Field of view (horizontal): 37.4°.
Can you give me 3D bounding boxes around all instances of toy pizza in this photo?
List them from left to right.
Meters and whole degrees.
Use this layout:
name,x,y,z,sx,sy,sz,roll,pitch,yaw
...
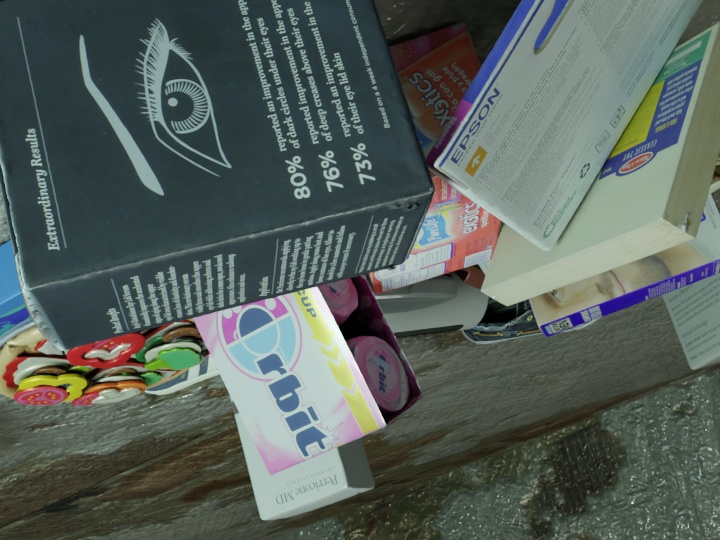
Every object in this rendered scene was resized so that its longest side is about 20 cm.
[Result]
name,x,y,z,sx,sy,sz,roll,pitch,yaw
toy pizza,-0.199,0.072,0.847,0.197,0.032,0.201,-15,158,-6

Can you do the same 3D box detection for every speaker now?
name,x,y,z,sx,sy,sz,roll,pitch,yaw
speaker,0.025,0.025,1.018,0.198,0.082,0.081,-5,159,-36

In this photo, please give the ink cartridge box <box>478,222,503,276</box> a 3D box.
name,x,y,z,sx,sy,sz,roll,pitch,yaw
ink cartridge box,0.180,-0.075,0.836,0.115,0.068,0.201,-10,149,-40

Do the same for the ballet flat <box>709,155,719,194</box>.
name,x,y,z,sx,sy,sz,roll,pitch,yaw
ballet flat,0.263,-0.086,0.940,0.197,0.064,0.069,-15,162,-9

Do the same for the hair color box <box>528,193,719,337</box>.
name,x,y,z,sx,sy,sz,roll,pitch,yaw
hair color box,0.251,-0.024,1.039,0.197,0.111,0.065,-22,162,12

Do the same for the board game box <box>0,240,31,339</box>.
name,x,y,z,sx,sy,sz,roll,pitch,yaw
board game box,-0.279,0.044,0.833,0.198,0.046,0.152,-25,161,22

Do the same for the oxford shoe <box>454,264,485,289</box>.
name,x,y,z,sx,sy,sz,roll,pitch,yaw
oxford shoe,0.080,-0.043,0.925,0.075,0.070,0.199,-51,151,11

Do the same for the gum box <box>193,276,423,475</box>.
name,x,y,z,sx,sy,sz,roll,pitch,yaw
gum box,-0.054,0.030,0.772,0.113,0.202,0.066,-27,180,32

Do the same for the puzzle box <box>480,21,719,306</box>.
name,x,y,z,sx,sy,sz,roll,pitch,yaw
puzzle box,0.152,-0.058,0.667,0.025,0.135,0.200,28,159,-15

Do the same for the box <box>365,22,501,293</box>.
name,x,y,z,sx,sy,sz,roll,pitch,yaw
box,0.037,-0.066,0.727,0.101,0.096,0.200,-17,162,-1

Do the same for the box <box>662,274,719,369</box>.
name,x,y,z,sx,sy,sz,roll,pitch,yaw
box,0.549,0.026,1.436,0.196,0.133,0.200,-12,162,-17

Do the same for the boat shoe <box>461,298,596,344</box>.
name,x,y,z,sx,sy,sz,roll,pitch,yaw
boat shoe,0.212,0.040,1.248,0.197,0.072,0.091,-17,167,4

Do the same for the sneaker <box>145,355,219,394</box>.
name,x,y,z,sx,sy,sz,roll,pitch,yaw
sneaker,-0.145,0.055,0.958,0.198,0.076,0.084,-29,152,20

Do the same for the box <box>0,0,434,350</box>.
name,x,y,z,sx,sy,sz,roll,pitch,yaw
box,-0.080,-0.064,0.539,0.197,0.150,0.105,-13,163,-10

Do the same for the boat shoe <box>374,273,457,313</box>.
name,x,y,z,sx,sy,sz,roll,pitch,yaw
boat shoe,0.000,0.000,0.914,0.197,0.063,0.072,3,164,-34

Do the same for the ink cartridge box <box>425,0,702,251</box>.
name,x,y,z,sx,sy,sz,roll,pitch,yaw
ink cartridge box,0.111,-0.121,0.559,0.198,0.043,0.199,-58,152,4

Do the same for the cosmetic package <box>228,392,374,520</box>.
name,x,y,z,sx,sy,sz,roll,pitch,yaw
cosmetic package,-0.067,0.129,1.033,0.100,0.203,0.074,-23,162,18
